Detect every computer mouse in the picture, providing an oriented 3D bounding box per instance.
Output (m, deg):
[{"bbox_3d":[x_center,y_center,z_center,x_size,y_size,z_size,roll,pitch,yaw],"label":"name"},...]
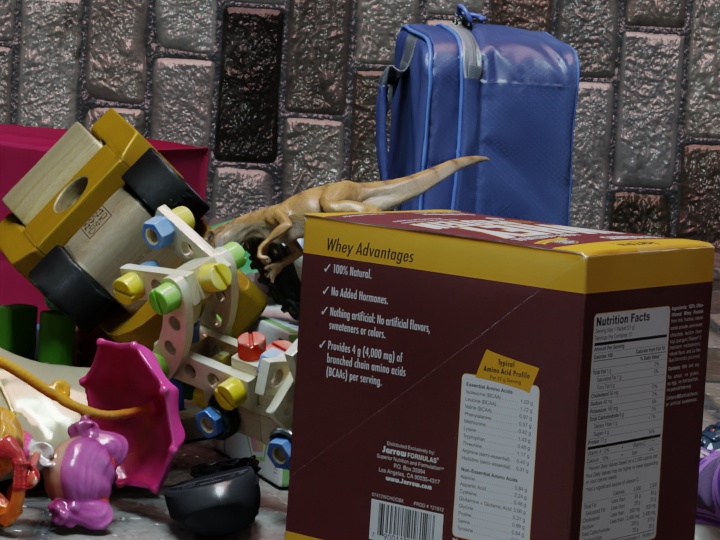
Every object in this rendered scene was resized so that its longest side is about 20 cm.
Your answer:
[{"bbox_3d":[-0.087,0.140,1.492,0.058,0.034,0.200,-13,1,0],"label":"computer mouse"}]

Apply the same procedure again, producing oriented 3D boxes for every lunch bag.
[{"bbox_3d":[0.077,-0.092,1.743,0.131,0.202,0.136,0,12,-11],"label":"lunch bag"}]

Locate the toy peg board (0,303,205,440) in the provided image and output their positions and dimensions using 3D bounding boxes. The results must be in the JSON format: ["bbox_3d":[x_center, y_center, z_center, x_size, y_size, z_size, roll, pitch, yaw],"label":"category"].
[{"bbox_3d":[-0.226,0.066,1.749,0.199,0.099,0.199,8,8,34],"label":"toy peg board"}]

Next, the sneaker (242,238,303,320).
[{"bbox_3d":[0.000,0.000,1.587,0.199,0.072,0.072,19,40,41],"label":"sneaker"}]

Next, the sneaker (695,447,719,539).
[{"bbox_3d":[0.232,0.128,1.441,0.080,0.084,0.200,-5,12,-23],"label":"sneaker"}]

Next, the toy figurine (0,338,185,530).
[{"bbox_3d":[-0.196,0.092,1.429,0.183,0.201,0.150,21,-36,-14],"label":"toy figurine"}]

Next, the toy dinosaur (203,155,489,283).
[{"bbox_3d":[-0.008,-0.039,1.524,0.199,0.061,0.106,-15,36,-1],"label":"toy dinosaur"}]

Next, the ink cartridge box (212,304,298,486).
[{"bbox_3d":[-0.041,0.087,1.630,0.059,0.105,0.200,1,7,-21],"label":"ink cartridge box"}]

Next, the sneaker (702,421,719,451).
[{"bbox_3d":[0.235,0.119,1.565,0.198,0.085,0.075,4,9,3],"label":"sneaker"}]

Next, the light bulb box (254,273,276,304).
[{"bbox_3d":[0.044,0.067,1.765,0.197,0.126,0.200,0,6,-24],"label":"light bulb box"}]

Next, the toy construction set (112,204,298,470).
[{"bbox_3d":[-0.067,0.049,1.473,0.092,0.132,0.200,-20,32,-30],"label":"toy construction set"}]

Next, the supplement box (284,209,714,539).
[{"bbox_3d":[0.075,0.075,1.344,0.196,0.202,0.132,8,8,38],"label":"supplement box"}]

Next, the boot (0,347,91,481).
[{"bbox_3d":[-0.213,0.078,1.584,0.154,0.073,0.200,-1,24,-16],"label":"boot"}]

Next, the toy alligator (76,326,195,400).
[{"bbox_3d":[-0.135,0.076,1.856,0.199,0.059,0.055,14,46,-19],"label":"toy alligator"}]

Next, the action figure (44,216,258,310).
[{"bbox_3d":[-0.136,0.001,1.753,0.198,0.055,0.118,-11,15,11],"label":"action figure"}]

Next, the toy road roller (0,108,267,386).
[{"bbox_3d":[-0.152,-0.008,1.639,0.146,0.123,0.200,46,-2,-29],"label":"toy road roller"}]

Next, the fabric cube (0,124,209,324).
[{"bbox_3d":[-0.263,-0.015,2.021,0.198,0.202,0.196,8,7,23],"label":"fabric cube"}]
